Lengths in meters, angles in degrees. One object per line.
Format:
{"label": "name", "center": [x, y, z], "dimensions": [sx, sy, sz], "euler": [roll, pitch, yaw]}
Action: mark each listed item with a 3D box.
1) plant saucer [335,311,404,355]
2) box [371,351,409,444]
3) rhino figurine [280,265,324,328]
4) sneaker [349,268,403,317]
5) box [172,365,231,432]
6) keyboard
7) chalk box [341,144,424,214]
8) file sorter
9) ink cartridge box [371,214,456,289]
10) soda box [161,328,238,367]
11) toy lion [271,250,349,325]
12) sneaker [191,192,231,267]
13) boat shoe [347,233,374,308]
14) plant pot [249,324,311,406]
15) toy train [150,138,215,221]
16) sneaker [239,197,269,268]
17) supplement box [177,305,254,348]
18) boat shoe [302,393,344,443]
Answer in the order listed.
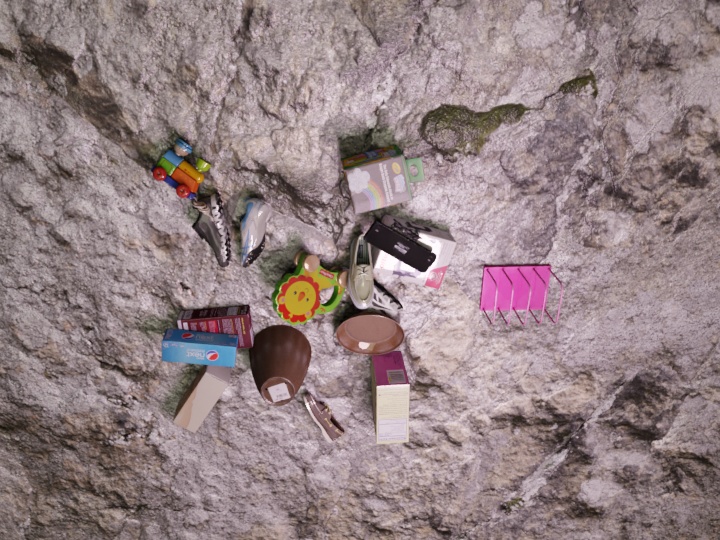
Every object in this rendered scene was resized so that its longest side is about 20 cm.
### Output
{"label": "plant saucer", "center": [0.029, 0.175, 1.787], "dimensions": [0.198, 0.037, 0.202], "euler": [1, 140, 1]}
{"label": "box", "center": [0.086, 0.372, 1.834], "dimensions": [0.095, 0.176, 0.202], "euler": [-2, 114, -4]}
{"label": "rhino figurine", "center": [-0.157, 0.078, 1.746], "dimensions": [0.087, 0.060, 0.202], "euler": [-23, 111, -2]}
{"label": "sneaker", "center": [0.026, 0.073, 1.753], "dimensions": [0.088, 0.074, 0.200], "euler": [-42, 110, 11]}
{"label": "box", "center": [-0.463, 0.364, 1.827], "dimensions": [0.077, 0.095, 0.201], "euler": [31, 106, -16]}
{"label": "keyboard", "center": [0.114, -0.076, 1.634], "dimensions": [0.199, 0.040, 0.104], "euler": [29, 130, -15]}
{"label": "chalk box", "center": [0.062, -0.240, 1.594], "dimensions": [0.198, 0.124, 0.126], "euler": [-14, 114, 0]}
{"label": "file sorter", "center": [0.455, 0.074, 1.765], "dimensions": [0.197, 0.126, 0.141], "euler": [-1, 114, -5]}
{"label": "ink cartridge box", "center": [0.141, -0.051, 1.703], "dimensions": [0.198, 0.085, 0.146], "euler": [15, 110, -11]}
{"label": "soda box", "center": [-0.440, 0.213, 1.712], "dimensions": [0.197, 0.064, 0.069], "euler": [7, 116, -8]}
{"label": "toy lion", "center": [-0.137, 0.059, 1.670], "dimensions": [0.199, 0.068, 0.194], "euler": [24, 88, -38]}
{"label": "sneaker", "center": [-0.396, -0.103, 1.646], "dimensions": [0.089, 0.067, 0.202], "euler": [-6, 110, 1]}
{"label": "boat shoe", "center": [0.000, 0.000, 1.667], "dimensions": [0.071, 0.062, 0.203], "euler": [-2, 74, -8]}
{"label": "plant pot", "center": [-0.228, 0.285, 1.755], "dimensions": [0.184, 0.200, 0.189], "euler": [-2, 114, -5]}
{"label": "toy train", "center": [-0.413, -0.230, 1.565], "dimensions": [0.199, 0.085, 0.116], "euler": [36, 93, -5]}
{"label": "sneaker", "center": [-0.293, -0.101, 1.660], "dimensions": [0.072, 0.072, 0.202], "euler": [28, 120, 20]}
{"label": "supplement box", "center": [-0.406, 0.166, 1.762], "dimensions": [0.197, 0.061, 0.110], "euler": [-4, 115, -3]}
{"label": "boat shoe", "center": [-0.113, 0.444, 1.907], "dimensions": [0.059, 0.072, 0.201], "euler": [-27, 117, 1]}
